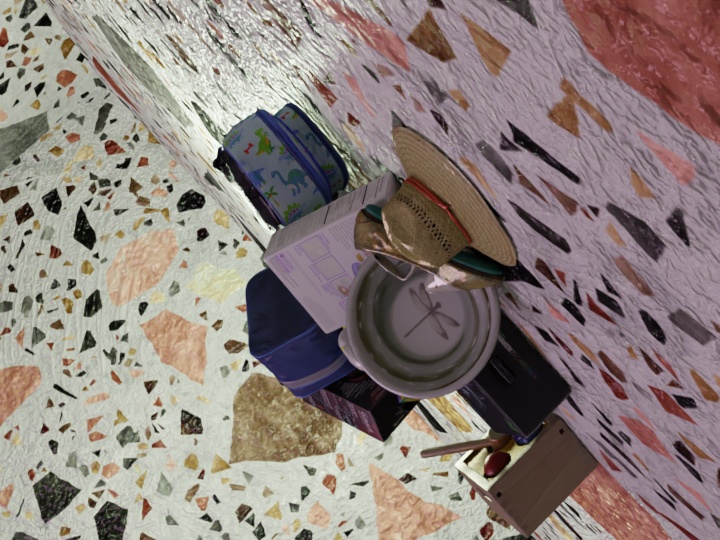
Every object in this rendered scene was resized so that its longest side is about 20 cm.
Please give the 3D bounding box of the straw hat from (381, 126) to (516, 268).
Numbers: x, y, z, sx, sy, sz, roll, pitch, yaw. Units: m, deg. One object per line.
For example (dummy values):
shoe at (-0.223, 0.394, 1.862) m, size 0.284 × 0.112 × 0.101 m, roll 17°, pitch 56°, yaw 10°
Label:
straw hat at (0.073, -0.052, 1.216) m, size 0.201 × 0.085 × 0.201 m, roll 47°, pitch 173°, yaw 7°

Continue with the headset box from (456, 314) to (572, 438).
headset box at (0.181, 0.133, 1.526) m, size 0.174 × 0.093 × 0.200 m, roll 47°, pitch 172°, yaw 0°

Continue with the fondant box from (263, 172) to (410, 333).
fondant box at (-0.005, -0.019, 1.442) m, size 0.145 × 0.198 × 0.059 m, roll 51°, pitch -148°, yaw -25°

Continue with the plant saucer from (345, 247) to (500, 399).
plant saucer at (0.080, 0.056, 1.373) m, size 0.200 × 0.201 × 0.050 m, roll 45°, pitch -168°, yaw 18°

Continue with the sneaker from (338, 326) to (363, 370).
sneaker at (0.017, 0.102, 1.522) m, size 0.201 × 0.075 × 0.106 m, roll -99°, pitch -13°, yaw -64°

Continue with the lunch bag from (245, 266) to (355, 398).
lunch bag at (-0.082, 0.077, 1.648) m, size 0.133 × 0.135 × 0.202 m, roll 51°, pitch -159°, yaw -38°

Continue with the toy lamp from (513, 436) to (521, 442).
toy lamp at (0.192, 0.159, 1.664) m, size 0.201 × 0.058 × 0.058 m, roll 57°, pitch 175°, yaw 13°

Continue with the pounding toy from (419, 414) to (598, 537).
pounding toy at (0.226, 0.294, 1.742) m, size 0.143 × 0.184 × 0.200 m, roll 49°, pitch 173°, yaw -13°

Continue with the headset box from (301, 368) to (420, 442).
headset box at (0.015, 0.157, 1.670) m, size 0.198 × 0.149 × 0.076 m, roll 20°, pitch 145°, yaw 41°

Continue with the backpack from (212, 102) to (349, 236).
backpack at (-0.107, -0.142, 1.551) m, size 0.184 × 0.147 × 0.200 m, roll 50°, pitch 177°, yaw -3°

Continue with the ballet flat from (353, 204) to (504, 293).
ballet flat at (0.076, -0.011, 1.318) m, size 0.198 × 0.071 × 0.071 m, roll 27°, pitch 166°, yaw 21°

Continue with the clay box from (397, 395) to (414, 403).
clay box at (0.072, 0.107, 1.491) m, size 0.200 × 0.047 × 0.117 m, roll 102°, pitch 159°, yaw -76°

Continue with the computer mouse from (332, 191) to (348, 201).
computer mouse at (-0.033, -0.098, 1.744) m, size 0.110 × 0.044 × 0.200 m, roll 47°, pitch 172°, yaw -18°

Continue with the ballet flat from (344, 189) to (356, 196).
ballet flat at (0.027, -0.059, 1.565) m, size 0.067 × 0.068 × 0.200 m, roll 40°, pitch 180°, yaw 21°
